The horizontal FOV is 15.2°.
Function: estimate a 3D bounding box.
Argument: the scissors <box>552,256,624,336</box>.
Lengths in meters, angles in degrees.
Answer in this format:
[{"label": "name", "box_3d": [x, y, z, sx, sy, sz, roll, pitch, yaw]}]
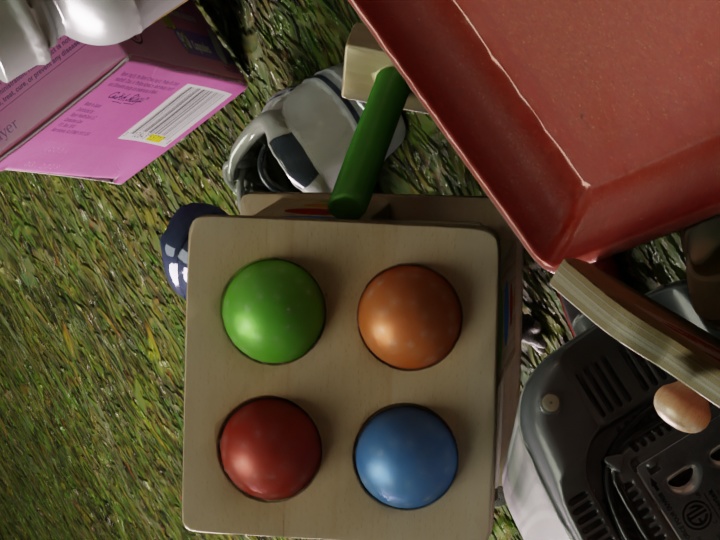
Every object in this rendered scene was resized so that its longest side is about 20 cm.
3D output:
[{"label": "scissors", "box_3d": [0.084, -0.031, 1.119, 0.073, 0.014, 0.201, 38, 155, 58]}]

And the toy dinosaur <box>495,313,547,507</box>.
[{"label": "toy dinosaur", "box_3d": [0.019, 0.022, 1.257, 0.200, 0.102, 0.077, 45, 159, 40]}]

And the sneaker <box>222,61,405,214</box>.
[{"label": "sneaker", "box_3d": [-0.037, -0.055, 1.349, 0.073, 0.071, 0.200, 58, 164, 5]}]

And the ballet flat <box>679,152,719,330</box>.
[{"label": "ballet flat", "box_3d": [0.147, 0.005, 0.892, 0.200, 0.071, 0.071, 42, 157, 48]}]

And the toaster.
[{"label": "toaster", "box_3d": [0.135, 0.107, 1.036, 0.200, 0.113, 0.129, 57, 168, 10]}]

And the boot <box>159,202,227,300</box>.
[{"label": "boot", "box_3d": [-0.038, 0.024, 1.418, 0.090, 0.073, 0.200, 32, 167, 23]}]

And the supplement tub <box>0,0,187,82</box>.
[{"label": "supplement tub", "box_3d": [-0.082, -0.174, 1.005, 0.145, 0.200, 0.144, 55, 172, 12]}]

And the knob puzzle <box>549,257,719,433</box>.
[{"label": "knob puzzle", "box_3d": [0.134, 0.054, 0.880, 0.219, 0.031, 0.220, 31, -174, -3]}]

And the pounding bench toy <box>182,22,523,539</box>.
[{"label": "pounding bench toy", "box_3d": [0.000, 0.000, 1.107, 0.156, 0.124, 0.201, -37, -52, -81]}]

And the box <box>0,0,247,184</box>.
[{"label": "box", "box_3d": [-0.174, -0.156, 1.419, 0.200, 0.097, 0.176, 56, -166, 11]}]

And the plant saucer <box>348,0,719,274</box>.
[{"label": "plant saucer", "box_3d": [0.068, -0.107, 0.882, 0.200, 0.037, 0.199, 53, 149, -8]}]
